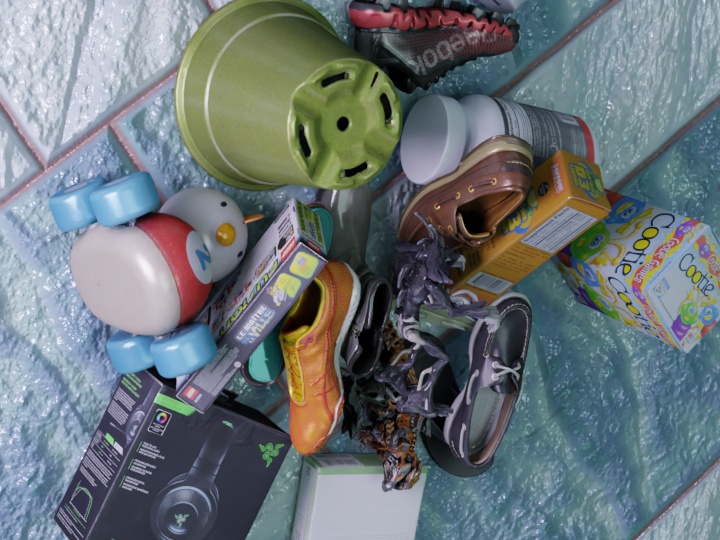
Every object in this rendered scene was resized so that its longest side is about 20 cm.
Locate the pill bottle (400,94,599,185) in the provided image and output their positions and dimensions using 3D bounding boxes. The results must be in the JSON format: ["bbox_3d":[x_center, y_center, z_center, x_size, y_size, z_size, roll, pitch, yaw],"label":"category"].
[{"bbox_3d":[0.149,-0.125,1.627,0.198,0.116,0.117,8,101,-30],"label":"pill bottle"}]

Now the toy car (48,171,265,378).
[{"bbox_3d":[-0.165,-0.024,1.461,0.199,0.176,0.186,-29,106,-33],"label":"toy car"}]

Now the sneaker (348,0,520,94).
[{"bbox_3d":[0.076,-0.233,1.580,0.198,0.071,0.099,-1,105,-27],"label":"sneaker"}]

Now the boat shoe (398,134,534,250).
[{"bbox_3d":[0.104,-0.059,1.548,0.071,0.068,0.200,20,139,-28],"label":"boat shoe"}]

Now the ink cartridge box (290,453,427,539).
[{"bbox_3d":[-0.008,0.309,1.705,0.144,0.048,0.203,3,103,-30],"label":"ink cartridge box"}]

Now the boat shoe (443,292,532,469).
[{"bbox_3d":[0.147,0.123,1.666,0.073,0.060,0.202,14,109,-24],"label":"boat shoe"}]

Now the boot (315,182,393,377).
[{"bbox_3d":[0.000,0.000,1.570,0.067,0.130,0.203,3,103,-30],"label":"boot"}]

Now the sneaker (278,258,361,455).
[{"bbox_3d":[-0.055,0.087,1.527,0.076,0.073,0.203,0,99,-38],"label":"sneaker"}]

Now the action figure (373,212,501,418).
[{"bbox_3d":[0.076,0.041,1.558,0.101,0.119,0.203,-3,113,-32],"label":"action figure"}]

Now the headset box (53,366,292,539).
[{"bbox_3d":[-0.187,0.207,1.549,0.173,0.093,0.202,27,90,-33],"label":"headset box"}]

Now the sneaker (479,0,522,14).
[{"bbox_3d":[0.107,-0.352,1.572,0.200,0.073,0.071,38,69,-38],"label":"sneaker"}]

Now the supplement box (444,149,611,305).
[{"bbox_3d":[0.169,-0.043,1.591,0.068,0.067,0.200,19,136,-37],"label":"supplement box"}]

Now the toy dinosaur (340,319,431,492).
[{"bbox_3d":[0.018,0.140,1.654,0.134,0.102,0.202,-4,70,-33],"label":"toy dinosaur"}]

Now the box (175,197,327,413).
[{"bbox_3d":[-0.109,0.033,1.473,0.035,0.110,0.200,34,107,-20],"label":"box"}]

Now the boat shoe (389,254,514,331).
[{"bbox_3d":[0.105,0.033,1.687,0.198,0.073,0.062,23,127,-32],"label":"boat shoe"}]

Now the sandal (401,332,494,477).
[{"bbox_3d":[0.098,0.163,1.725,0.076,0.043,0.201,-38,119,-15],"label":"sandal"}]

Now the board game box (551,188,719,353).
[{"bbox_3d":[0.317,-0.004,1.706,0.103,0.200,0.105,-44,120,-11],"label":"board game box"}]

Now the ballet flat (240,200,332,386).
[{"bbox_3d":[-0.087,0.019,1.563,0.068,0.071,0.202,14,98,-25],"label":"ballet flat"}]

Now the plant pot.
[{"bbox_3d":[-0.054,-0.158,1.460,0.198,0.189,0.203,-9,108,-27],"label":"plant pot"}]
